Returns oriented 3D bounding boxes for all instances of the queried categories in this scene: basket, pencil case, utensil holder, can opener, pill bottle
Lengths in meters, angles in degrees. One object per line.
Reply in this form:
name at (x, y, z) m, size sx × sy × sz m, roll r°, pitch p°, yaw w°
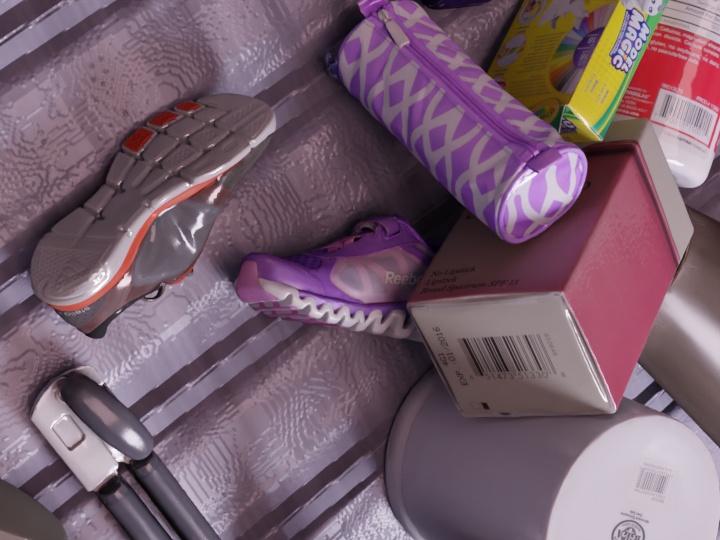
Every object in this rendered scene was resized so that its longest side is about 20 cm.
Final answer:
basket at (0.289, 0.041, 1.119) m, size 0.199 × 0.136 × 0.182 m, roll 32°, pitch 80°, yaw -26°
pencil case at (0.066, -0.107, 0.930) m, size 0.083 × 0.200 × 0.086 m, roll -32°, pitch 149°, yaw -21°
utensil holder at (0.138, 0.160, 1.009) m, size 0.168 × 0.199 × 0.172 m, roll -6°, pitch 102°, yaw -28°
can opener at (-0.146, 0.149, 0.920) m, size 0.053 × 0.067 × 0.201 m, roll -40°, pitch 115°, yaw -17°
pill bottle at (0.243, -0.176, 1.065) m, size 0.111 × 0.112 × 0.202 m, roll 20°, pitch 88°, yaw -30°

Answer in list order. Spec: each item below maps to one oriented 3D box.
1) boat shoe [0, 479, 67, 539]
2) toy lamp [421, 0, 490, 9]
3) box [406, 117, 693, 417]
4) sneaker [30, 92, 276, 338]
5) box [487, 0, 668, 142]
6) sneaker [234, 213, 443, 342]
boat shoe at (-0.283, 0.158, 0.851) m, size 0.199 × 0.070 × 0.072 m, roll 23°, pitch 104°, yaw -31°
toy lamp at (0.010, -0.218, 0.956) m, size 0.198 × 0.058 × 0.059 m, roll 2°, pitch 97°, yaw -31°
box at (0.140, -0.003, 0.979) m, size 0.110 × 0.127 × 0.201 m, roll 61°, pitch 42°, yaw -28°
sneaker at (-0.131, -0.036, 0.912) m, size 0.200 × 0.077 × 0.082 m, roll -43°, pitch 143°, yaw -16°
box at (0.155, -0.164, 1.000) m, size 0.048 × 0.117 × 0.201 m, roll 39°, pitch 72°, yaw -28°
sneaker at (0.000, 0.000, 0.979) m, size 0.198 × 0.080 × 0.090 m, roll 10°, pitch 88°, yaw -36°
